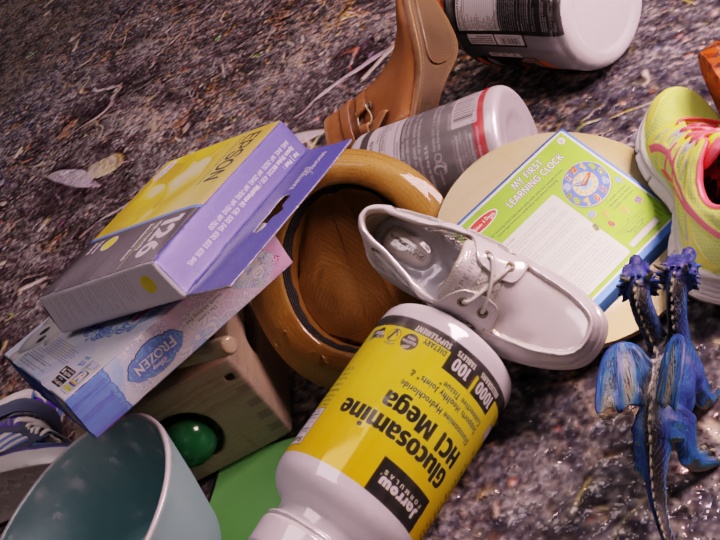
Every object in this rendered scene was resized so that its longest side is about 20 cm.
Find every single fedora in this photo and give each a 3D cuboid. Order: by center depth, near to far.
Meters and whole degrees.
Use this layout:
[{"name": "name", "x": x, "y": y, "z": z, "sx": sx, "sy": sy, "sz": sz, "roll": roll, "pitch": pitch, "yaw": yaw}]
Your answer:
[{"name": "fedora", "x": 0.000, "y": 0.000, "z": 0.923, "sx": 0.199, "sy": 0.202, "sz": 0.082, "roll": -30, "pitch": -6, "yaw": 9}]

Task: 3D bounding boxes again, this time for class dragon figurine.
[{"name": "dragon figurine", "x": 0.184, "y": 0.077, "z": 0.679, "sx": 0.058, "sy": 0.100, "sz": 0.201, "roll": -10, "pitch": 41, "yaw": 36}]

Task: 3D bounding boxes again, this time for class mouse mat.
[{"name": "mouse mat", "x": -0.068, "y": 0.205, "z": 0.843, "sx": 0.159, "sy": 0.008, "sz": 0.201, "roll": -19, "pitch": 35, "yaw": 25}]

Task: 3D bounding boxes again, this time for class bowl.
[{"name": "bowl", "x": -0.181, "y": 0.221, "z": 0.824, "sx": 0.199, "sy": 0.105, "sz": 0.202, "roll": -31, "pitch": 36, "yaw": 25}]

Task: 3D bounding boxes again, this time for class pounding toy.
[{"name": "pounding toy", "x": -0.150, "y": 0.084, "z": 0.934, "sx": 0.182, "sy": 0.143, "sz": 0.201, "roll": -28, "pitch": 34, "yaw": 12}]

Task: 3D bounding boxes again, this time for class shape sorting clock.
[{"name": "shape sorting clock", "x": 0.155, "y": -0.025, "z": 0.839, "sx": 0.197, "sy": 0.039, "sz": 0.203, "roll": -3, "pitch": 59, "yaw": 5}]

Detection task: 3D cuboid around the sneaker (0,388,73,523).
[{"name": "sneaker", "x": -0.315, "y": 0.160, "z": 1.065, "sx": 0.198, "sy": 0.081, "sz": 0.148, "roll": -22, "pitch": 38, "yaw": 31}]

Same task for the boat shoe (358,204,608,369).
[{"name": "boat shoe", "x": 0.079, "y": 0.009, "z": 0.774, "sx": 0.198, "sy": 0.069, "sz": 0.072, "roll": 25, "pitch": 84, "yaw": 25}]

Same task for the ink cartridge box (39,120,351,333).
[{"name": "ink cartridge box", "x": -0.130, "y": -0.042, "z": 0.854, "sx": 0.198, "sy": 0.047, "sz": 0.198, "roll": -17, "pitch": 27, "yaw": 39}]

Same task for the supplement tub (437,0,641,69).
[{"name": "supplement tub", "x": 0.171, "y": -0.268, "z": 1.098, "sx": 0.123, "sy": 0.123, "sz": 0.199, "roll": -47, "pitch": 34, "yaw": -17}]

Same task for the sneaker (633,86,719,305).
[{"name": "sneaker", "x": 0.256, "y": -0.075, "z": 0.788, "sx": 0.077, "sy": 0.091, "sz": 0.202, "roll": 3, "pitch": 47, "yaw": -7}]

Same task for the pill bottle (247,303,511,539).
[{"name": "pill bottle", "x": 0.013, "y": 0.131, "z": 0.761, "sx": 0.112, "sy": 0.113, "sz": 0.201, "roll": 7, "pitch": 52, "yaw": 48}]

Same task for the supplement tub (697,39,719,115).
[{"name": "supplement tub", "x": 0.360, "y": -0.166, "z": 0.801, "sx": 0.198, "sy": 0.123, "sz": 0.123, "roll": -27, "pitch": 33, "yaw": 14}]

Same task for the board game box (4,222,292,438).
[{"name": "board game box", "x": -0.177, "y": 0.032, "z": 0.880, "sx": 0.199, "sy": 0.044, "sz": 0.199, "roll": -44, "pitch": 24, "yaw": -19}]

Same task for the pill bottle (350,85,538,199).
[{"name": "pill bottle", "x": 0.059, "y": -0.083, "z": 0.990, "sx": 0.198, "sy": 0.114, "sz": 0.115, "roll": -16, "pitch": 37, "yaw": 29}]

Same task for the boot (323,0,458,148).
[{"name": "boot", "x": 0.025, "y": -0.181, "z": 1.108, "sx": 0.153, "sy": 0.073, "sz": 0.203, "roll": -18, "pitch": 76, "yaw": 38}]
